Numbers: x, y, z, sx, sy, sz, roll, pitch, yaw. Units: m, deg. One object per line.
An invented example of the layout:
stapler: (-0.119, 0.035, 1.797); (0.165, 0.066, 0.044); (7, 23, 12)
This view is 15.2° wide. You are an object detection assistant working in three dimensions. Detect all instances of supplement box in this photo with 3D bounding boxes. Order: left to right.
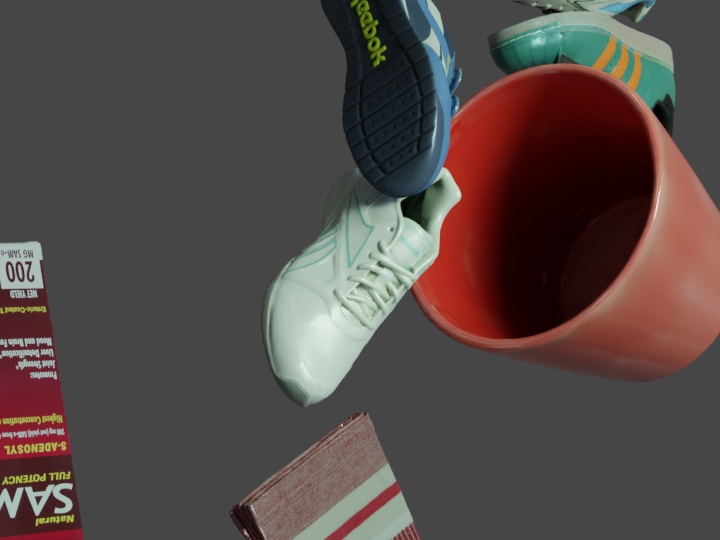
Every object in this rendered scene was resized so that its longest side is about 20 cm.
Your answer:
supplement box: (-0.215, 0.088, 1.447); (0.109, 0.061, 0.201); (-2, 80, -49)

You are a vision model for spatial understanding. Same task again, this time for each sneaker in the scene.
sneaker: (0.000, 0.000, 1.706); (0.070, 0.080, 0.201); (49, 47, -28)
sneaker: (0.031, -0.122, 1.758); (0.082, 0.074, 0.201); (41, 31, -43)
sneaker: (0.148, -0.206, 1.956); (0.200, 0.072, 0.073); (-7, 113, -42)
sneaker: (0.169, -0.133, 1.946); (0.200, 0.071, 0.080); (8, 67, -48)

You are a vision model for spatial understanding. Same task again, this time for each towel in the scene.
towel: (0.000, 0.206, 1.681); (0.144, 0.023, 0.201); (-33, 104, -51)

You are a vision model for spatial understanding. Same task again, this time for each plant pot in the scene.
plant pot: (0.155, -0.016, 1.814); (0.177, 0.200, 0.201); (30, 56, -51)
